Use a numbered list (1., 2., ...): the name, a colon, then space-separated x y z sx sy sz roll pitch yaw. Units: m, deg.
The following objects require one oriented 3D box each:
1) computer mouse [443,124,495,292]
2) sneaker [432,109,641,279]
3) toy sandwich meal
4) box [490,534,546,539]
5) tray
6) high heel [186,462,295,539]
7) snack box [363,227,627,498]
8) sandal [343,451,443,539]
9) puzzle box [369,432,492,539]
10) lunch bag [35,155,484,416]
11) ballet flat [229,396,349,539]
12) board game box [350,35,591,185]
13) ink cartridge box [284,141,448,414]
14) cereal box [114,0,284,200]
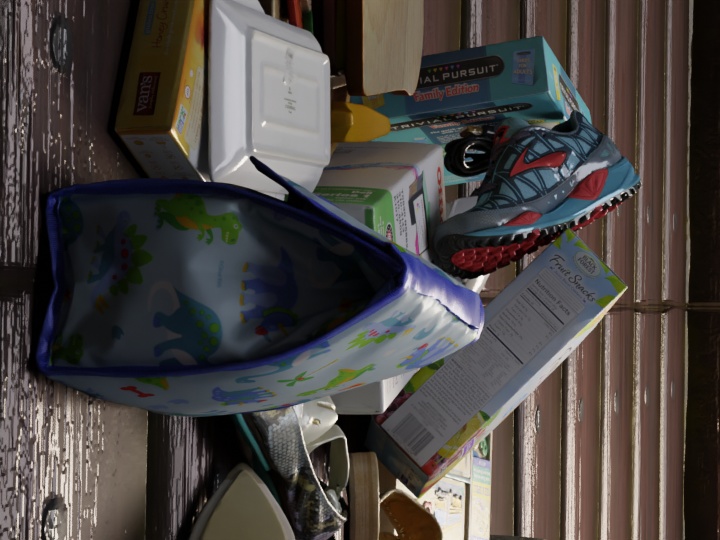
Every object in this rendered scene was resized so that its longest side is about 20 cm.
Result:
1. computer mouse: 0.083 -0.022 1.715 0.044 0.109 0.200 55 -51 43
2. sneaker: 0.112 -0.060 1.615 0.200 0.079 0.096 -24 80 -43
3. toy sandwich meal: -0.012 -0.164 1.519 0.205 0.070 0.206 1 90 -74
4. box: 0.106 0.281 1.927 0.200 0.082 0.069 -15 105 -72
5. tray: -0.050 -0.102 1.336 0.200 0.022 0.108 1 88 -75
6. high heel: -0.084 0.229 1.351 0.143 0.071 0.200 107 -15 -46
7. snack box: 0.096 0.072 1.636 0.200 0.068 0.169 -45 173 -8
8. sandal: 0.024 0.187 1.557 0.212 0.069 0.078 92 -5 -62
9. puzzle box: 0.058 0.167 1.797 0.200 0.025 0.133 24 67 -63
10. lunch bag: -0.047 0.013 1.173 0.170 0.200 0.128 26 66 -71
11. ballet flat: -0.045 0.107 1.411 0.200 0.072 0.072 74 23 -49
12. board game box: 0.090 -0.119 1.723 0.200 0.151 0.047 40 44 -70
13. ink cartridge box: 0.000 0.000 1.540 0.200 0.084 0.145 -44 133 -69
14. cereal box: -0.086 -0.099 1.322 0.200 0.039 0.144 58 36 -62
